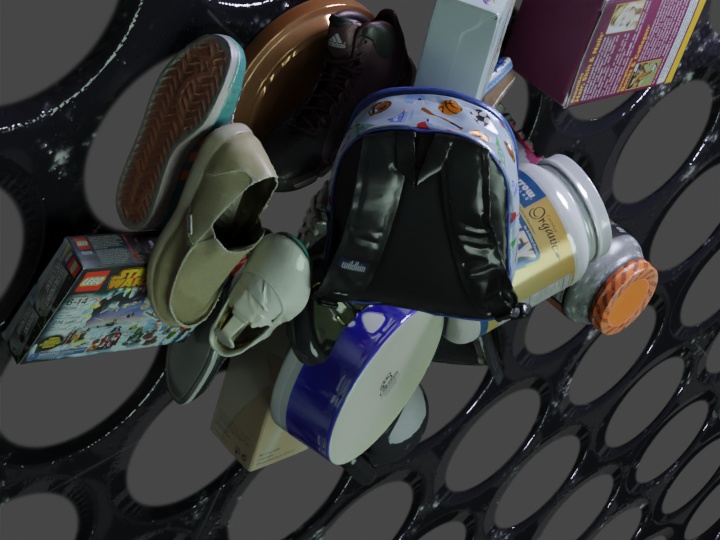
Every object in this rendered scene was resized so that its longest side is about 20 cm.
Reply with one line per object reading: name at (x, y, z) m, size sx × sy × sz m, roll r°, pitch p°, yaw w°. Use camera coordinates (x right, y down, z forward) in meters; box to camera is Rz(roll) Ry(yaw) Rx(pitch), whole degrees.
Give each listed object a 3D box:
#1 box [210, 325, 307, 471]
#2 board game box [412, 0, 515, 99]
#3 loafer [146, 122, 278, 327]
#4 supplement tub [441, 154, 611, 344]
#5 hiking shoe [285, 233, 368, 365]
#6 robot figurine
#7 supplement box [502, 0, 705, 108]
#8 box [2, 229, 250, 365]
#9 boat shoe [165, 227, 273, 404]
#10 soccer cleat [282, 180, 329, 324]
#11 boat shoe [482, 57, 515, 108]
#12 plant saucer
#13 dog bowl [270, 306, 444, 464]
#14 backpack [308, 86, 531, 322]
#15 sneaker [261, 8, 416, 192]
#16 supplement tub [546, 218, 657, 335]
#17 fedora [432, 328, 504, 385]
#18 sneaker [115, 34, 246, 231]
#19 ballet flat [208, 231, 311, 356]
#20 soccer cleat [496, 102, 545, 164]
box at (-0.087, 0.108, 1.609) m, size 0.094 × 0.078 × 0.201 m, roll -17°, pitch 137°, yaw -40°
board game box at (0.103, -0.225, 1.396) m, size 0.201 × 0.064 × 0.149 m, roll -64°, pitch 171°, yaw -54°
loafer at (-0.127, -0.027, 1.285) m, size 0.075 × 0.068 × 0.202 m, roll -12°, pitch 132°, yaw -45°
supplement tub at (0.154, -0.026, 1.598) m, size 0.199 × 0.145 × 0.145 m, roll -28°, pitch 145°, yaw -14°
hiking shoe at (0.000, 0.000, 1.408) m, size 0.076 × 0.100 × 0.202 m, roll 45°, pitch 63°, yaw -50°
robot figurine at (0.010, 0.153, 1.731) m, size 0.124 × 0.151 × 0.200 m, roll -35°, pitch 149°, yaw 3°
supplement box at (0.266, -0.268, 1.609) m, size 0.199 × 0.103 × 0.132 m, roll -16°, pitch 137°, yaw -42°
box at (-0.211, 0.021, 1.364) m, size 0.199 × 0.040 × 0.137 m, roll -7°, pitch 144°, yaw -48°
boat shoe at (-0.136, 0.046, 1.482) m, size 0.060 × 0.076 × 0.201 m, roll 0°, pitch 126°, yaw -43°
soccer cleat at (-0.039, -0.037, 1.508) m, size 0.200 × 0.070 × 0.087 m, roll -47°, pitch 132°, yaw -20°
boat shoe at (0.095, -0.137, 1.518) m, size 0.200 × 0.072 × 0.073 m, roll -45°, pitch 113°, yaw -21°
plant saucer at (-0.049, -0.161, 1.404) m, size 0.199 × 0.032 × 0.201 m, roll -32°, pitch 145°, yaw -26°
dog bowl at (-0.001, 0.097, 1.536) m, size 0.200 × 0.078 × 0.201 m, roll -47°, pitch 158°, yaw -26°
backpack at (0.059, -0.065, 1.299) m, size 0.197 × 0.155 × 0.192 m, roll 4°, pitch 133°, yaw 2°
sneaker at (-0.032, -0.167, 1.332) m, size 0.200 × 0.075 × 0.116 m, roll -44°, pitch 145°, yaw -27°
supplement tub at (0.247, -0.021, 1.764) m, size 0.122 × 0.200 × 0.123 m, roll -32°, pitch 146°, yaw -25°
fedora at (0.109, 0.053, 1.756) m, size 0.091 × 0.202 × 0.201 m, roll -12°, pitch 148°, yaw 8°
sneaker at (-0.142, -0.120, 1.302) m, size 0.079 × 0.071 × 0.201 m, roll -7°, pitch 138°, yaw -49°
ballet flat at (-0.095, 0.032, 1.348) m, size 0.069 × 0.070 × 0.200 m, roll -30°, pitch 170°, yaw -26°
soccer cleat at (0.141, -0.133, 1.647) m, size 0.086 × 0.070 × 0.200 m, roll -40°, pitch 145°, yaw 8°
